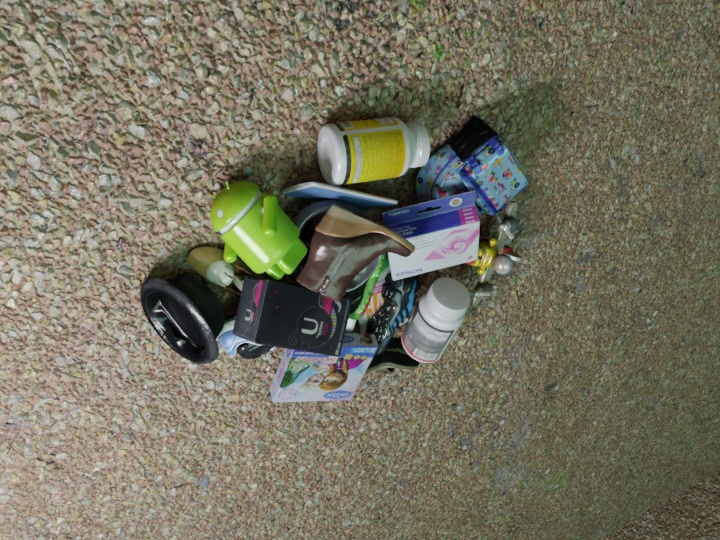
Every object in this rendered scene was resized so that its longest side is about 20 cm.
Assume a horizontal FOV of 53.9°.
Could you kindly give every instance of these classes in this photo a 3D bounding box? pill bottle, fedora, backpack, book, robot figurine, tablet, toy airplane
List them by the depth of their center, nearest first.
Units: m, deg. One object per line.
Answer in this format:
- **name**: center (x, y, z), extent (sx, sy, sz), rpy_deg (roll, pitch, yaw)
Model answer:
- **robot figurine**: center (-0.192, -0.078, 1.299), extent (0.200, 0.175, 0.116), rpy_deg (47, 53, -15)
- **pill bottle**: center (0.026, -0.227, 1.335), extent (0.197, 0.113, 0.114), rpy_deg (-10, 129, -22)
- **tablet**: center (-0.040, -0.143, 1.367), extent (0.197, 0.129, 0.014), rpy_deg (8, 84, -34)
- **fedora**: center (-0.329, 0.080, 1.368), extent (0.092, 0.198, 0.203), rpy_deg (-47, 146, -41)
- **fedora**: center (-0.060, -0.060, 1.424), extent (0.199, 0.090, 0.178), rpy_deg (32, 102, -27)
- **backpack**: center (0.222, -0.184, 1.467), extent (0.199, 0.135, 0.183), rpy_deg (-39, 134, 4)
- **book**: center (0.041, 0.054, 1.611), extent (0.132, 0.048, 0.202), rpy_deg (-20, 128, -16)
- **toy airplane**: center (0.304, -0.033, 1.621), extent (0.198, 0.141, 0.201), rpy_deg (-36, 129, -10)
- **pill bottle**: center (0.176, 0.115, 1.651), extent (0.112, 0.115, 0.201), rpy_deg (-6, 142, -25)

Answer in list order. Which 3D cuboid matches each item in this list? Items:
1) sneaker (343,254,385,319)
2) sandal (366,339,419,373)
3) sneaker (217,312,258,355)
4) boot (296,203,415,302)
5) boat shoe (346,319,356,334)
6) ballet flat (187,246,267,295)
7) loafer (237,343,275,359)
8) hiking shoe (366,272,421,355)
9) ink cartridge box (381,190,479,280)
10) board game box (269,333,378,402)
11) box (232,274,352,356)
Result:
- **sneaker**: center (0.000, 0.000, 1.485), extent (0.077, 0.083, 0.203), rpy_deg (103, 8, -73)
- **sandal**: center (0.049, 0.217, 1.725), extent (0.198, 0.081, 0.058), rpy_deg (-2, 143, -21)
- **sneaker**: center (-0.204, 0.110, 1.471), extent (0.197, 0.076, 0.078), rpy_deg (-21, 94, -8)
- **boot**: center (-0.009, -0.018, 1.359), extent (0.197, 0.072, 0.169), rpy_deg (22, 97, -17)
- **boat shoe**: center (-0.080, 0.146, 1.589), extent (0.069, 0.071, 0.201), rpy_deg (19, 117, -35)
- **ballet flat**: center (-0.248, 0.012, 1.396), extent (0.199, 0.063, 0.069), rpy_deg (27, 108, -40)
- **loafer**: center (-0.176, 0.128, 1.528), extent (0.198, 0.069, 0.071), rpy_deg (-29, 142, -1)
- **hiking shoe**: center (0.078, 0.103, 1.587), extent (0.086, 0.074, 0.203), rpy_deg (6, 115, -34)
- **ink cartridge box**: center (0.147, -0.066, 1.455), extent (0.193, 0.044, 0.201), rpy_deg (-14, 148, 0)
- **board game box**: center (-0.083, 0.219, 1.583), extent (0.197, 0.042, 0.201), rpy_deg (3, 134, -24)
- **box**: center (-0.132, 0.090, 1.391), extent (0.198, 0.105, 0.124), rpy_deg (13, 88, -34)
